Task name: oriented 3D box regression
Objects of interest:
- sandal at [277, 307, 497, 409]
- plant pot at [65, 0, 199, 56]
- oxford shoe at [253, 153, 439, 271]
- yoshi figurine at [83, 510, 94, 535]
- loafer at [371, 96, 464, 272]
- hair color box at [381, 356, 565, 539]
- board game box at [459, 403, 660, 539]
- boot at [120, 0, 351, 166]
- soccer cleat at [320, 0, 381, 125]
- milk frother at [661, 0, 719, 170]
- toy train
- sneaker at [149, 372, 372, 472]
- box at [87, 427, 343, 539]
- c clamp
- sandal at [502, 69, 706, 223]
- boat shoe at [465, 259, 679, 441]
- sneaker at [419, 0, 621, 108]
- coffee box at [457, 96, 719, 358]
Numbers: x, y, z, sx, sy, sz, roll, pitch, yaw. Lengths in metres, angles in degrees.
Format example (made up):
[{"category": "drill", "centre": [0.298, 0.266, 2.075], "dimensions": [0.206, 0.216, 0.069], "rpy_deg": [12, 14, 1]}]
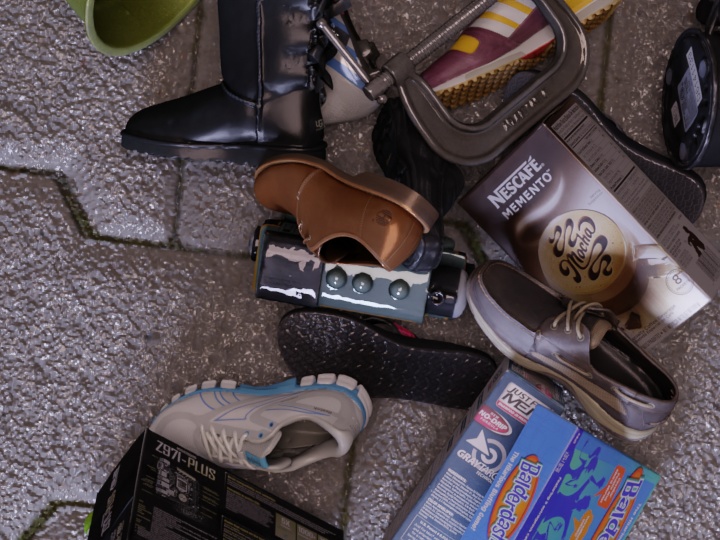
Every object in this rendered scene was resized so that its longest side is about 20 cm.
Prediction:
[{"category": "sandal", "centre": [0.021, 0.076, 1.352], "dimensions": [0.199, 0.045, 0.075], "rpy_deg": [14, 114, -12]}, {"category": "plant pot", "centre": [-0.227, -0.317, 1.307], "dimensions": [0.190, 0.200, 0.200], "rpy_deg": [38, 89, 13]}, {"category": "oxford shoe", "centre": [-0.030, -0.044, 1.232], "dimensions": [0.071, 0.200, 0.071], "rpy_deg": [41, 75, -38]}, {"category": "yoshi figurine", "centre": [-0.176, 0.290, 1.319], "dimensions": [0.112, 0.112, 0.200], "rpy_deg": [-44, 85, 6]}, {"category": "loafer", "centre": [0.054, -0.073, 1.295], "dimensions": [0.070, 0.201, 0.068], "rpy_deg": [12, 129, -15]}, {"category": "hair color box", "centre": [0.092, 0.172, 1.305], "dimensions": [0.060, 0.100, 0.200], "rpy_deg": [33, 98, 2]}, {"category": "board game box", "centre": [0.161, 0.205, 1.273], "dimensions": [0.045, 0.200, 0.152], "rpy_deg": [29, 89, 34]}, {"category": "boot", "centre": [-0.108, -0.173, 1.315], "dimensions": [0.197, 0.073, 0.163], "rpy_deg": [6, 103, 17]}, {"category": "soccer cleat", "centre": [-0.047, -0.220, 1.348], "dimensions": [0.086, 0.070, 0.201], "rpy_deg": [-24, 85, 10]}, {"category": "milk frother", "centre": [0.364, -0.177, 1.266], "dimensions": [0.187, 0.200, 0.181], "rpy_deg": [1, 79, -10]}, {"category": "toy train", "centre": [0.000, 0.000, 1.312], "dimensions": [0.199, 0.114, 0.086], "rpy_deg": [11, 104, 2]}, {"category": "sneaker", "centre": [-0.093, 0.138, 1.312], "dimensions": [0.199, 0.087, 0.075], "rpy_deg": [-12, 113, 14]}, {"category": "box", "centre": [-0.117, 0.244, 1.255], "dimensions": [0.200, 0.164, 0.086], "rpy_deg": [30, 114, -17]}, {"category": "c clamp", "centre": [0.090, -0.181, 1.278], "dimensions": [0.200, 0.027, 0.171], "rpy_deg": [-34, 97, -16]}, {"category": "sandal", "centre": [0.207, -0.102, 1.354], "dimensions": [0.200, 0.043, 0.076], "rpy_deg": [36, 117, 1]}, {"category": "boat shoe", "centre": [0.177, 0.053, 1.262], "dimensions": [0.200, 0.073, 0.075], "rpy_deg": [37, 51, -5]}, {"category": "sneaker", "centre": [0.122, -0.216, 1.349], "dimensions": [0.200, 0.075, 0.090], "rpy_deg": [-29, 82, -7]}, {"category": "coffee box", "centre": [0.196, -0.031, 1.309], "dimensions": [0.200, 0.080, 0.113], "rpy_deg": [46, 124, 1]}]
